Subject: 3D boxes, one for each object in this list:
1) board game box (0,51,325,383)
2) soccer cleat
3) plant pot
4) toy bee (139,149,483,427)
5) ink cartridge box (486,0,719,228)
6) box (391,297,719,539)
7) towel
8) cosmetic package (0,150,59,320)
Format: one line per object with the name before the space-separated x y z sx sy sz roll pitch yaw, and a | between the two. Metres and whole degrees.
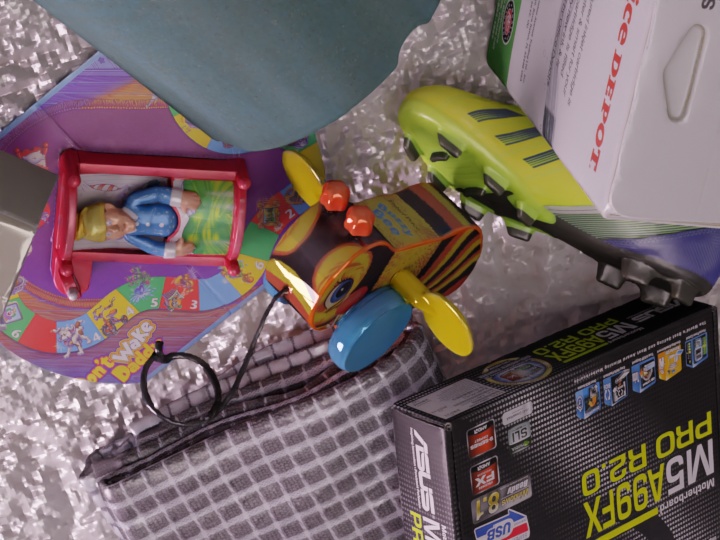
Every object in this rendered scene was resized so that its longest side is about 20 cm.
board game box | -0.110 -0.021 1.024 0.200 0.039 0.158 -38 118 8
soccer cleat | 0.108 -0.053 1.058 0.200 0.065 0.084 28 78 -19
plant pot | -0.073 -0.167 0.886 0.200 0.200 0.196 -41 126 9
toy bee | 0.000 0.000 0.978 0.131 0.200 0.109 31 132 4
ink cartridge box | 0.132 -0.123 0.938 0.083 0.200 0.147 4 115 -15
box | 0.111 0.116 1.081 0.199 0.044 0.161 -20 113 -35
towel | -0.029 0.127 1.092 0.199 0.086 0.166 -26 118 1
cosmetic package | -0.251 -0.029 0.940 0.199 0.087 0.104 24 108 -9
